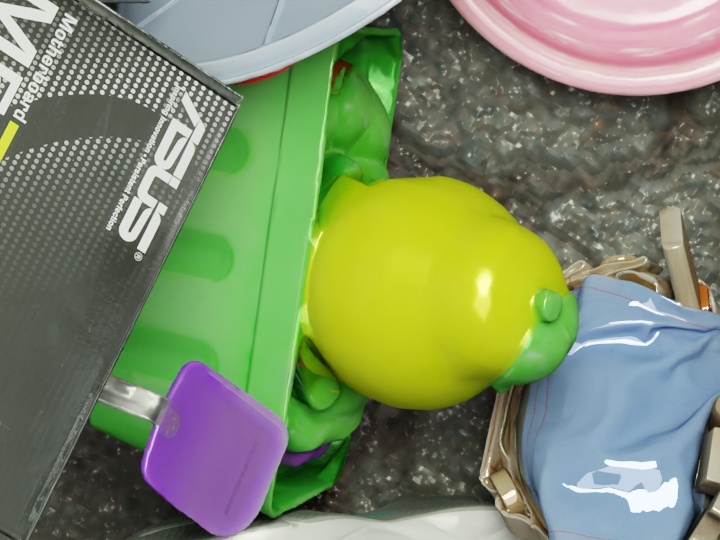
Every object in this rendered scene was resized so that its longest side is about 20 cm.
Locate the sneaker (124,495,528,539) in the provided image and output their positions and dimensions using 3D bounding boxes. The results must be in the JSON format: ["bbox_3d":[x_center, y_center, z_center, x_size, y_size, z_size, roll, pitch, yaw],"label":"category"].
[{"bbox_3d":[-0.012,0.138,1.202,0.200,0.070,0.081,1,91,-28],"label":"sneaker"}]

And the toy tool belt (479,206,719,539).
[{"bbox_3d":[0.113,0.085,1.173,0.124,0.123,0.201,8,65,0],"label":"toy tool belt"}]

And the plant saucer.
[{"bbox_3d":[0.117,-0.176,1.218,0.200,0.051,0.201,0,96,-1],"label":"plant saucer"}]

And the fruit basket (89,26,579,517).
[{"bbox_3d":[0.000,0.000,1.177,0.215,0.155,0.217,1,94,13],"label":"fruit basket"}]

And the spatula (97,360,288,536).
[{"bbox_3d":[-0.110,0.036,1.072,0.200,0.021,0.057,32,66,-22],"label":"spatula"}]

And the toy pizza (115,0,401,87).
[{"bbox_3d":[-0.010,-0.137,1.134,0.200,0.200,0.032,-36,121,2],"label":"toy pizza"}]

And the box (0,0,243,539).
[{"bbox_3d":[-0.164,-0.027,1.014,0.193,0.047,0.200,33,66,-17],"label":"box"}]

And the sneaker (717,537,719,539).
[{"bbox_3d":[0.126,0.190,1.235,0.075,0.088,0.201,4,93,-2],"label":"sneaker"}]

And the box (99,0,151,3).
[{"bbox_3d":[-0.173,-0.205,1.090,0.181,0.104,0.201,-2,104,-10],"label":"box"}]
